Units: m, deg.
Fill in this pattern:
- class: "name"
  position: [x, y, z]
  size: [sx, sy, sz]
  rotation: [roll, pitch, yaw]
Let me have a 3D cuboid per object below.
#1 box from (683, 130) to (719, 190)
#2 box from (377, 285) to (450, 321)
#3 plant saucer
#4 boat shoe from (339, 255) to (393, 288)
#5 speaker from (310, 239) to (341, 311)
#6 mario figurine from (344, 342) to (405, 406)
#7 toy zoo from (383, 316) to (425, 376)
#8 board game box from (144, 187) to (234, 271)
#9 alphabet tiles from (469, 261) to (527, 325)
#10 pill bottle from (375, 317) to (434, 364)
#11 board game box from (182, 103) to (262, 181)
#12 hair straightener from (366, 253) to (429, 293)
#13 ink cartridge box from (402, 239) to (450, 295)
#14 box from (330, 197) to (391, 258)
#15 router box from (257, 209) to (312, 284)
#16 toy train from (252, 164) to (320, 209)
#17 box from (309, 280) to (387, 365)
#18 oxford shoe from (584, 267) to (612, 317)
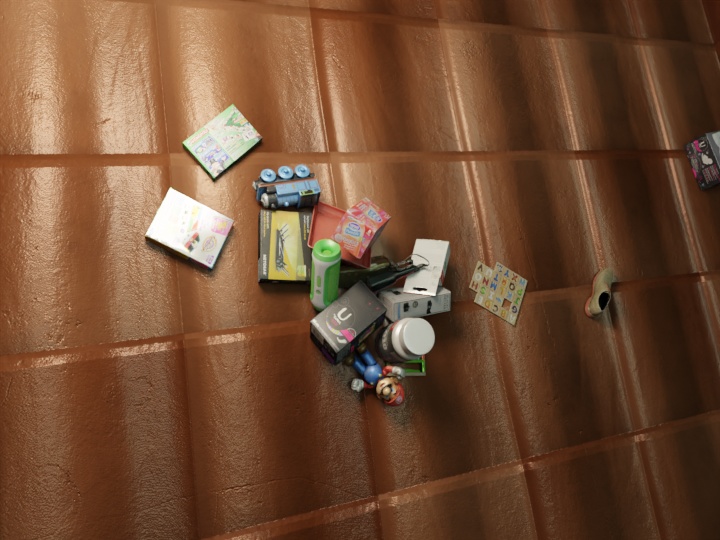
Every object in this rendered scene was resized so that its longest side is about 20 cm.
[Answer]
- class: "box"
  position: [1.446, -0.453, 2.256]
  size: [0.129, 0.115, 0.206]
  rotation: [-14, 82, -21]
- class: "box"
  position: [0.161, 0.090, 1.651]
  size: [0.194, 0.116, 0.062]
  rotation: [-10, 109, -22]
- class: "plant saucer"
  position: [-0.060, -0.099, 1.631]
  size: [0.195, 0.037, 0.203]
  rotation: [19, 45, -14]
- class: "boat shoe"
  position: [0.000, 0.000, 1.655]
  size: [0.194, 0.073, 0.069]
  rotation: [-11, 47, -17]
- class: "speaker"
  position: [-0.098, 0.016, 1.535]
  size: [0.085, 0.204, 0.090]
  rotation: [4, 41, -3]
- class: "mario figurine"
  position: [0.048, 0.305, 1.564]
  size: [0.200, 0.124, 0.106]
  rotation: [45, 43, 1]
- class: "toy zoo"
  position: [0.132, 0.215, 1.668]
  size: [0.127, 0.020, 0.207]
  rotation: [4, 76, -18]
- class: "board game box"
  position: [-0.468, -0.112, 1.519]
  size: [0.196, 0.040, 0.157]
  rotation: [27, 69, -12]
- class: "alphabet tiles"
  position: [0.455, 0.060, 1.831]
  size: [0.196, 0.008, 0.171]
  rotation: [29, 69, -12]
- class: "pill bottle"
  position: [0.125, 0.197, 1.549]
  size: [0.110, 0.200, 0.118]
  rotation: [5, 75, -18]
- class: "board game box"
  position: [-0.401, -0.376, 1.614]
  size: [0.135, 0.029, 0.200]
  rotation: [46, 67, -3]
- class: "hair straightener"
  position: [0.110, 0.004, 1.625]
  size: [0.194, 0.078, 0.042]
  rotation: [-20, 48, 3]
- class: "ink cartridge box"
  position: [0.203, 0.000, 1.681]
  size: [0.106, 0.051, 0.204]
  rotation: [5, 56, 21]
- class: "box"
  position: [0.006, -0.123, 1.554]
  size: [0.102, 0.096, 0.200]
  rotation: [36, 23, 3]
- class: "router box"
  position: [-0.218, -0.066, 1.592]
  size: [0.152, 0.052, 0.207]
  rotation: [2, 77, -20]
- class: "toy train"
  position: [-0.212, -0.238, 1.606]
  size: [0.194, 0.087, 0.117]
  rotation: [-11, 63, -22]
- class: "box"
  position: [-0.035, 0.148, 1.561]
  size: [0.199, 0.107, 0.122]
  rotation: [-38, 71, -24]
- class: "oxford shoe"
  position: [0.858, 0.073, 1.936]
  size: [0.069, 0.075, 0.204]
  rotation: [30, 69, -9]
